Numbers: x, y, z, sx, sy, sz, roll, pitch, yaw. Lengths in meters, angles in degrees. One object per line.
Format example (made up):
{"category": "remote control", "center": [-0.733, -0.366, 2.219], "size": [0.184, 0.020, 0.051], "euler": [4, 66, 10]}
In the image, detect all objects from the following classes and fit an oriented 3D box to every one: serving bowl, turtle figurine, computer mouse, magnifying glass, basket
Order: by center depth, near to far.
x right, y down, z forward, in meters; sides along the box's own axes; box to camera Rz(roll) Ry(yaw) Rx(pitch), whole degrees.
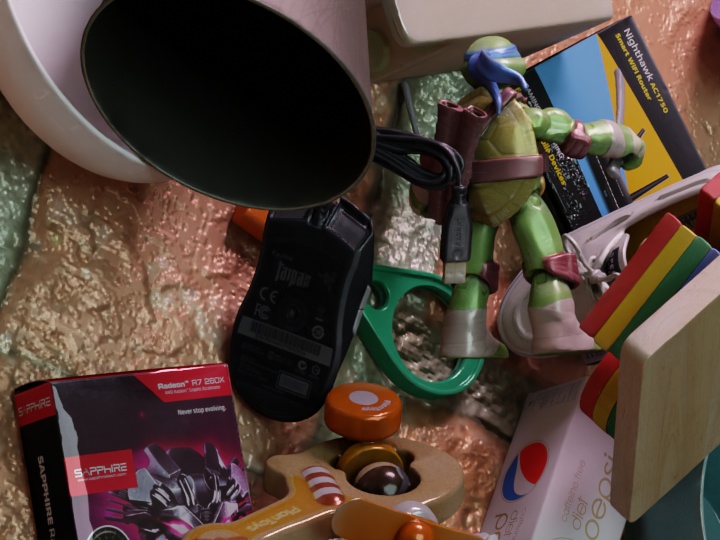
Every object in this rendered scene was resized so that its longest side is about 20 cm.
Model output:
{"category": "basket", "center": [-0.063, -0.160, 1.397], "size": [0.180, 0.136, 0.201], "euler": [36, 37, -24]}
{"category": "serving bowl", "center": [-0.159, -0.137, 1.424], "size": [0.200, 0.066, 0.201], "euler": [33, 43, -38]}
{"category": "computer mouse", "center": [0.000, 0.000, 1.457], "size": [0.046, 0.140, 0.201], "euler": [-23, 124, -67]}
{"category": "turtle figurine", "center": [0.104, -0.043, 1.515], "size": [0.143, 0.200, 0.195], "euler": [-1, 86, -5]}
{"category": "magnifying glass", "center": [0.001, 0.013, 1.547], "size": [0.200, 0.022, 0.080], "euler": [37, 59, -25]}

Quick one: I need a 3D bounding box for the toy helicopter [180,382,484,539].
{"category": "toy helicopter", "center": [-0.017, 0.143, 1.380], "size": [0.199, 0.132, 0.079], "euler": [-20, 125, -42]}

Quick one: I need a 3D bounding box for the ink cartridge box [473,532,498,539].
{"category": "ink cartridge box", "center": [0.043, 0.275, 1.433], "size": [0.146, 0.083, 0.201], "euler": [-27, 102, -49]}

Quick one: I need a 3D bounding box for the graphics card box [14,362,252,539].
{"category": "graphics card box", "center": [-0.122, 0.157, 1.395], "size": [0.125, 0.051, 0.201], "euler": [-3, 81, -38]}

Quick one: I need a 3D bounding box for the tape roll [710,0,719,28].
{"category": "tape roll", "center": [0.353, -0.220, 1.756], "size": [0.066, 0.200, 0.200], "euler": [52, 54, -14]}

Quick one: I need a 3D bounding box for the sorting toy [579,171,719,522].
{"category": "sorting toy", "center": [0.209, 0.025, 1.455], "size": [0.199, 0.200, 0.070], "euler": [-40, 63, -20]}

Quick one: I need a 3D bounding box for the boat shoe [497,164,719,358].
{"category": "boat shoe", "center": [0.168, 0.000, 1.554], "size": [0.075, 0.201, 0.086], "euler": [63, 20, 2]}

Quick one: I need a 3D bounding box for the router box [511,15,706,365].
{"category": "router box", "center": [0.172, -0.057, 1.669], "size": [0.149, 0.051, 0.201], "euler": [-31, 96, -40]}

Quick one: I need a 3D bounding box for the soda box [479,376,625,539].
{"category": "soda box", "center": [0.122, 0.173, 1.562], "size": [0.068, 0.064, 0.201], "euler": [35, 60, -24]}

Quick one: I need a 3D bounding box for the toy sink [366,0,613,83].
{"category": "toy sink", "center": [0.048, -0.201, 1.582], "size": [0.199, 0.112, 0.131], "euler": [-13, 85, -43]}

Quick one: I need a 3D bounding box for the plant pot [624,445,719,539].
{"category": "plant pot", "center": [0.254, 0.178, 1.613], "size": [0.199, 0.135, 0.201], "euler": [11, 71, -34]}
